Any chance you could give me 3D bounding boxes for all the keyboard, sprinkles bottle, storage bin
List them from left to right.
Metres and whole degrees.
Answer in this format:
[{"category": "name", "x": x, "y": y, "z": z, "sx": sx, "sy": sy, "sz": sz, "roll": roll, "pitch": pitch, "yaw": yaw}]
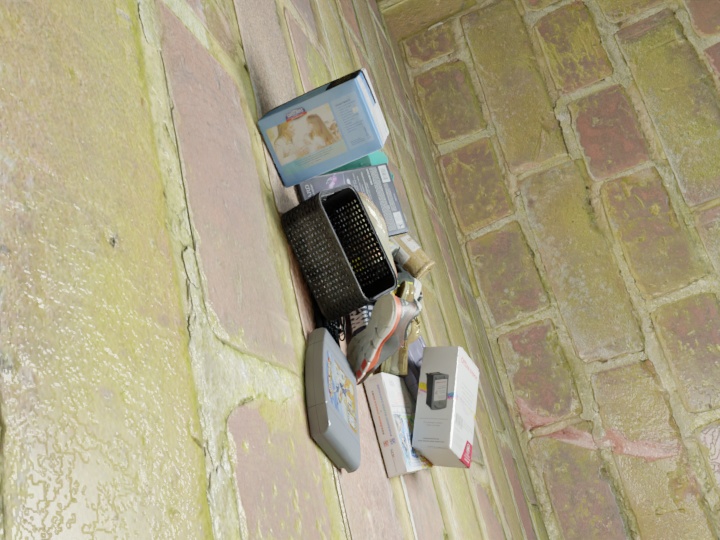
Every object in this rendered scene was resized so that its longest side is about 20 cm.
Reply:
[{"category": "keyboard", "x": -0.053, "y": 0.044, "z": 1.332, "sx": 0.104, "sy": 0.039, "sz": 0.204, "roll": 47, "pitch": 28, "yaw": -56}, {"category": "storage bin", "x": -0.035, "y": -0.032, "z": 1.303, "sx": 0.135, "sy": 0.093, "sz": 0.203, "roll": -24, "pitch": 90, "yaw": -60}, {"category": "sprinkles bottle", "x": 0.087, "y": -0.065, "z": 1.798, "sx": 0.200, "sy": 0.068, "sz": 0.068, "roll": 47, "pitch": 10, "yaw": 12}]

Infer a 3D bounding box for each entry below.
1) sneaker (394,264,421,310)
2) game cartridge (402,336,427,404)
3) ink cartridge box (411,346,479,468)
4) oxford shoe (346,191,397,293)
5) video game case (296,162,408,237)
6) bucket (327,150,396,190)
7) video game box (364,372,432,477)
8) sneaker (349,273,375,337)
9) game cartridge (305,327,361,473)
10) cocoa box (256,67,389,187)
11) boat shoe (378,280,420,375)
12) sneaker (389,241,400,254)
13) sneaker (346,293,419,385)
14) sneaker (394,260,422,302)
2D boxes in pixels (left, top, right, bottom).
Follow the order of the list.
[{"category": "sneaker", "x": 0.083, "y": 0.058, "z": 1.675, "sx": 0.085, "sy": 0.074, "sz": 0.201, "roll": 44, "pitch": 20, "yaw": -14}, {"category": "game cartridge", "x": 0.126, "y": 0.205, "z": 1.612, "sx": 0.131, "sy": 0.038, "sz": 0.200, "roll": 60, "pitch": 16, "yaw": 5}, {"category": "ink cartridge box", "x": 0.170, "y": 0.270, "z": 1.492, "sx": 0.148, "sy": 0.084, "sz": 0.204, "roll": 50, "pitch": 42, "yaw": -53}, {"category": "oxford shoe", "x": 0.024, "y": -0.046, "z": 1.389, "sx": 0.074, "sy": 0.070, "sz": 0.203, "roll": -95, "pitch": 162, "yaw": -73}, {"category": "video game case", "x": -0.014, "y": -0.122, "z": 1.449, "sx": 0.019, "sy": 0.196, "sz": 0.146, "roll": -35, "pitch": -109, "yaw": 63}, {"category": "bucket", "x": -0.018, "y": -0.211, "z": 1.609, "sx": 0.207, "sy": 0.132, "sz": 0.211, "roll": -20, "pitch": 90, "yaw": -75}, {"category": "video game box", "x": 0.076, "y": 0.298, "z": 1.465, "sx": 0.200, "sy": 0.046, "sz": 0.186, "roll": 32, "pitch": 39, "yaw": -68}, {"category": "sneaker", "x": 0.001, "y": 0.081, "z": 1.430, "sx": 0.109, "sy": 0.069, "sz": 0.201, "roll": 58, "pitch": 21, "yaw": -24}, {"category": "game cartridge", "x": -0.043, "y": 0.193, "z": 1.178, "sx": 0.202, "sy": 0.041, "sz": 0.134, "roll": -95, "pitch": 164, "yaw": -46}, {"category": "cocoa box", "x": -0.064, "y": -0.258, "z": 1.368, "sx": 0.132, "sy": 0.196, "sz": 0.135, "roll": -72, "pitch": 140, "yaw": -67}, {"category": "boat shoe", "x": 0.085, "y": 0.115, "z": 1.469, "sx": 0.074, "sy": 0.065, "sz": 0.204, "roll": -82, "pitch": -176, "yaw": -61}, {"category": "sneaker", "x": 0.033, "y": -0.047, "z": 1.685, "sx": 0.090, "sy": 0.079, "sz": 0.200, "roll": 34, "pitch": -5, "yaw": 4}, {"category": "sneaker", "x": 0.040, "y": 0.126, "z": 1.280, "sx": 0.080, "sy": 0.201, "sz": 0.078, "roll": 8, "pitch": 43, "yaw": -29}, {"category": "sneaker", "x": 0.088, "y": 0.031, "z": 1.844, "sx": 0.091, "sy": 0.076, "sz": 0.203, "roll": 98, "pitch": -21, "yaw": -50}]
